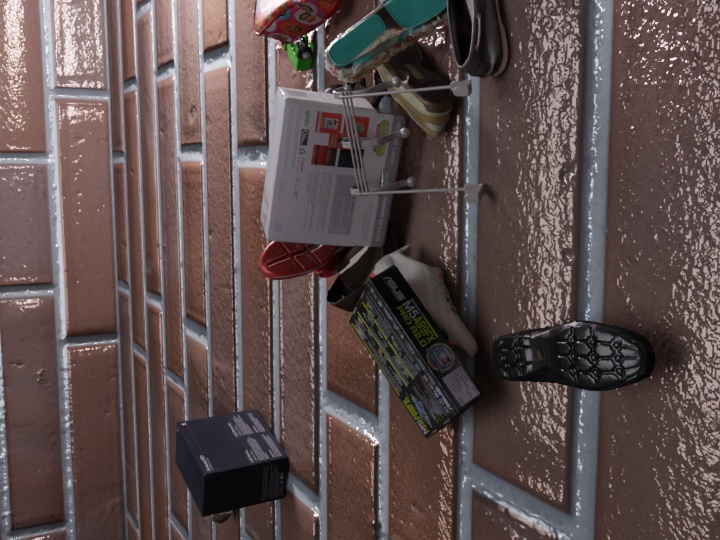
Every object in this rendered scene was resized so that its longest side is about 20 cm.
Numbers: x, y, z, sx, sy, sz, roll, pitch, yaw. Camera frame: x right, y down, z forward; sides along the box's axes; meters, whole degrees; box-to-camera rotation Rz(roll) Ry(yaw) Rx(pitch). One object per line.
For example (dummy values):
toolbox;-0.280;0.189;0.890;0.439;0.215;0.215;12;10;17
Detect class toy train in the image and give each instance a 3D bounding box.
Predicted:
toy train;-0.131;-0.436;1.465;0.057;0.041;0.201;102;149;-48

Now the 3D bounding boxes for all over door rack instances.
over door rack;0.067;-0.167;1.029;0.199;0.067;0.149;6;120;33

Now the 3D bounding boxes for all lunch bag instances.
lunch bag;-0.103;-0.486;1.332;0.199;0.081;0.178;-10;75;54

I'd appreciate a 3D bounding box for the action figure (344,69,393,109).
action figure;-0.029;-0.209;1.222;0.201;0.118;0.103;-57;29;39

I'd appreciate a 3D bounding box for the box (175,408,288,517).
box;-0.273;0.395;1.685;0.200;0.181;0.105;39;127;54

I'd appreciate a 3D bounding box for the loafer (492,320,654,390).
loafer;0.221;0.085;0.829;0.200;0.070;0.069;-10;84;58

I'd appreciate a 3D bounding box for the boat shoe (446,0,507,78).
boat shoe;0.129;-0.329;0.972;0.067;0.057;0.202;-31;67;59

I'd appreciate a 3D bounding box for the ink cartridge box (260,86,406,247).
ink cartridge box;-0.041;-0.142;1.141;0.084;0.174;0.202;-120;37;-63

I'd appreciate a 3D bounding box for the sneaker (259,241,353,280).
sneaker;-0.077;-0.010;1.269;0.079;0.199;0.116;51;145;23

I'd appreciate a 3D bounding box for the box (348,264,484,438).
box;0.066;0.111;1.059;0.201;0.044;0.160;56;159;14

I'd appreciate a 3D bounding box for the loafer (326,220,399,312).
loafer;0.000;0.000;1.240;0.073;0.071;0.201;63;145;35

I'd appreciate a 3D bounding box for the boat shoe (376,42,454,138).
boat shoe;0.060;-0.257;1.107;0.077;0.071;0.201;94;156;-49

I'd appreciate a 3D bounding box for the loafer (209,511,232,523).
loafer;-0.342;0.506;1.958;0.069;0.075;0.202;-30;71;46

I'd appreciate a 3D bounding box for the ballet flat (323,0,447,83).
ballet flat;0.041;-0.312;1.051;0.076;0.199;0.064;61;-178;18

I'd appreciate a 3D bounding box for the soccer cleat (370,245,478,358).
soccer cleat;0.095;0.037;1.081;0.200;0.077;0.069;44;168;34

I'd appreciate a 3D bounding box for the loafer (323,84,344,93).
loafer;-0.063;-0.221;1.332;0.071;0.068;0.202;52;141;35
